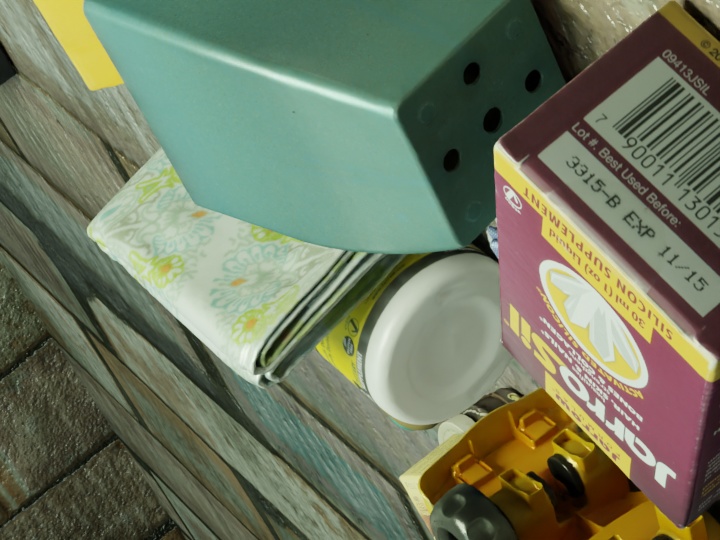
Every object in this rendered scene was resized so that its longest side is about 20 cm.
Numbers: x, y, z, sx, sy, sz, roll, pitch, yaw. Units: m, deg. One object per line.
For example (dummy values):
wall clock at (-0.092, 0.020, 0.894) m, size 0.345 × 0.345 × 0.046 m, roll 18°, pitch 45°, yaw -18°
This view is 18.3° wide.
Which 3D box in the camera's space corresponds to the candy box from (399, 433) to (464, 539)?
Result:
candy box at (0.114, 0.158, 1.354) m, size 0.116 × 0.055 × 0.200 m, roll 59°, pitch 154°, yaw -10°

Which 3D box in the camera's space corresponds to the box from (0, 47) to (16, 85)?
box at (-0.447, -0.257, 2.211) m, size 0.122 × 0.106 × 0.200 m, roll 39°, pitch 163°, yaw 44°

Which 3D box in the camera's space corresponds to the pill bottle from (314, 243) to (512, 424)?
pill bottle at (0.000, 0.000, 1.374) m, size 0.200 × 0.111 × 0.112 m, roll 40°, pitch 163°, yaw 44°

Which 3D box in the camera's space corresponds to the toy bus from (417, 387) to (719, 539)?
toy bus at (0.143, 0.179, 1.183) m, size 0.200 × 0.135 × 0.193 m, roll 35°, pitch 152°, yaw 46°

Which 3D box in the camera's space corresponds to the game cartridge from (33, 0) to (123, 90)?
game cartridge at (-0.115, -0.196, 1.191) m, size 0.175 × 0.033 × 0.201 m, roll -10°, pitch 128°, yaw 25°

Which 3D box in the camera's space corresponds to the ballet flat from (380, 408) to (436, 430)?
ballet flat at (-0.003, 0.030, 1.609) m, size 0.200 × 0.068 × 0.063 m, roll 43°, pitch 137°, yaw 23°

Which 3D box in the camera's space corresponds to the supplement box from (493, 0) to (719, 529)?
supplement box at (0.134, 0.003, 0.946) m, size 0.131 × 0.103 × 0.200 m, roll 45°, pitch 166°, yaw 22°

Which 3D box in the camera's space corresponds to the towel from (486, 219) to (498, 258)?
towel at (0.150, 0.053, 1.199) m, size 0.200 × 0.024 × 0.147 m, roll 33°, pitch 158°, yaw 54°

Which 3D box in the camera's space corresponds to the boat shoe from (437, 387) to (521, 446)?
boat shoe at (0.136, 0.159, 1.450) m, size 0.200 × 0.059 × 0.072 m, roll 46°, pitch 150°, yaw 20°

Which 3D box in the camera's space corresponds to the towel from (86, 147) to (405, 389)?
towel at (-0.054, -0.038, 1.325) m, size 0.200 × 0.171 × 0.048 m, roll 38°, pitch 168°, yaw 43°

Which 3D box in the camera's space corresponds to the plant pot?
plant pot at (-0.003, -0.097, 1.075) m, size 0.200 × 0.141 × 0.142 m, roll 26°, pitch 153°, yaw 47°
